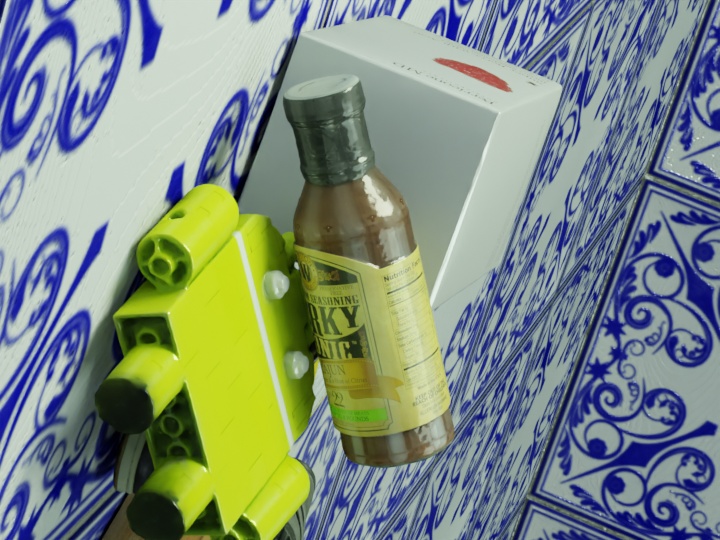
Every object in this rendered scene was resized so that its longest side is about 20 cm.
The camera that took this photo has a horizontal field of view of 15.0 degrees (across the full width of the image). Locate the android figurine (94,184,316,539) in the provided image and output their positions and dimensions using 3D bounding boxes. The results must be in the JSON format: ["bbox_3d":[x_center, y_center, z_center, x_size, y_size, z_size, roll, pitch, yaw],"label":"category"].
[{"bbox_3d":[-0.067,0.048,1.355,0.200,0.041,0.183,-47,129,-57],"label":"android figurine"}]

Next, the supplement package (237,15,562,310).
[{"bbox_3d":[0.025,-0.064,1.523,0.200,0.121,0.120,-31,143,-74],"label":"supplement package"}]

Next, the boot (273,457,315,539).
[{"bbox_3d":[-0.075,0.230,1.814,0.131,0.068,0.201,-52,164,-75],"label":"boot"}]

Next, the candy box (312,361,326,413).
[{"bbox_3d":[-0.054,0.083,1.703,0.200,0.026,0.102,-54,166,-53],"label":"candy box"}]

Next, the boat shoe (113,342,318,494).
[{"bbox_3d":[-0.068,0.061,1.463,0.200,0.065,0.073,-53,164,-52],"label":"boat shoe"}]

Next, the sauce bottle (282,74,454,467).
[{"bbox_3d":[0.000,0.000,1.398,0.065,0.064,0.201,-47,127,-63],"label":"sauce bottle"}]

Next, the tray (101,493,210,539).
[{"bbox_3d":[-0.124,0.174,1.501,0.099,0.037,0.200,99,16,-53],"label":"tray"}]
